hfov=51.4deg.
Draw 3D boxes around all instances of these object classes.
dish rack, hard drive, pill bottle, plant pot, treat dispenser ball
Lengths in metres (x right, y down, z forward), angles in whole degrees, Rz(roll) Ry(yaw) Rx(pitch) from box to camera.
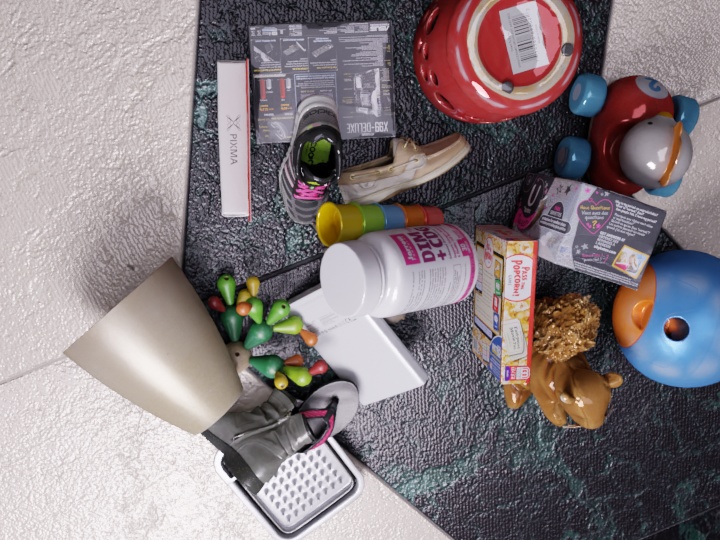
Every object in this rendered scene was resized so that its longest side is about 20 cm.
[{"bbox_3d":[-0.109,0.304,1.151,0.171,0.044,0.201,-36,104,0],"label":"dish rack"},{"bbox_3d":[-0.009,0.104,1.094,0.131,0.027,0.200,-27,108,40],"label":"hard drive"},{"bbox_3d":[0.053,0.001,0.997,0.199,0.113,0.114,-9,105,-39],"label":"pill bottle"},{"bbox_3d":[0.180,-0.297,0.999,0.199,0.183,0.202,-1,102,-5],"label":"plant pot"},{"bbox_3d":[-0.258,0.117,1.011,0.187,0.187,0.200,-41,101,2],"label":"plant pot"},{"bbox_3d":[0.476,0.071,1.103,0.199,0.201,0.203,-2,102,-8],"label":"treat dispenser ball"}]

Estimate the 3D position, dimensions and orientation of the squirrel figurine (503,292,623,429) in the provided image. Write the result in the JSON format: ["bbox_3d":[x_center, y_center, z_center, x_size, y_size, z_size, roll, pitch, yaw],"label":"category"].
[{"bbox_3d":[0.296,0.135,1.098,0.140,0.187,0.202,-12,103,-5],"label":"squirrel figurine"}]

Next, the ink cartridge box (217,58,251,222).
[{"bbox_3d":[-0.165,-0.170,0.978,0.043,0.174,0.202,-1,102,-8],"label":"ink cartridge box"}]

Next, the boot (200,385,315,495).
[{"bbox_3d":[-0.158,0.214,1.080,0.131,0.200,0.068,-43,146,-11],"label":"boot"}]

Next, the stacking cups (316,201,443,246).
[{"bbox_3d":[0.037,-0.068,1.044,0.199,0.060,0.061,-5,104,-36],"label":"stacking cups"}]

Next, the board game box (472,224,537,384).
[{"bbox_3d":[0.205,0.044,1.086,0.046,0.152,0.202,-1,102,-7],"label":"board game box"}]

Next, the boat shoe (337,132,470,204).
[{"bbox_3d":[0.059,-0.154,1.064,0.199,0.074,0.070,-27,110,-1],"label":"boat shoe"}]

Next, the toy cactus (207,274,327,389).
[{"bbox_3d":[-0.156,0.107,1.075,0.200,0.102,0.165,44,111,-5],"label":"toy cactus"}]

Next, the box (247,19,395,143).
[{"bbox_3d":[-0.052,-0.261,1.039,0.198,0.050,0.159,-5,103,-7],"label":"box"}]

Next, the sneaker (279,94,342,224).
[{"bbox_3d":[-0.067,-0.132,1.013,0.073,0.088,0.201,4,132,-14],"label":"sneaker"}]

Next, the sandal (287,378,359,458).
[{"bbox_3d":[-0.082,0.235,1.095,0.199,0.045,0.075,-35,103,-1],"label":"sandal"}]

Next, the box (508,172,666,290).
[{"bbox_3d":[0.306,-0.063,1.053,0.131,0.200,0.116,17,97,-11],"label":"box"}]

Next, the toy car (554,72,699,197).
[{"bbox_3d":[0.403,-0.184,1.042,0.183,0.200,0.178,10,100,-10],"label":"toy car"}]

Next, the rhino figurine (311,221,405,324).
[{"bbox_3d":[0.000,0.000,1.080,0.060,0.087,0.200,-43,104,2],"label":"rhino figurine"}]
